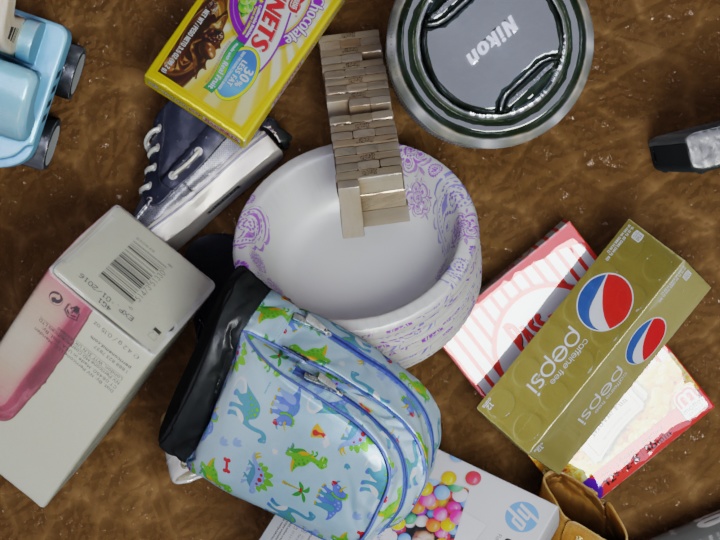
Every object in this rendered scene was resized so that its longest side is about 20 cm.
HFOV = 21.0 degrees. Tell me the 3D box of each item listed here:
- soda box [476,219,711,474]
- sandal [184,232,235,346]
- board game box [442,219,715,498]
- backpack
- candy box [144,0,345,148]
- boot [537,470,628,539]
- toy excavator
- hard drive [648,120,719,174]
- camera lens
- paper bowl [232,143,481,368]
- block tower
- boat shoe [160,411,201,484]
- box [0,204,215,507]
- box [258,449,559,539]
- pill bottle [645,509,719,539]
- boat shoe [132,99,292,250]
[{"bbox_3d":[0.189,0.063,1.578,0.200,0.064,0.068,-52,53,3],"label":"soda box"},{"bbox_3d":[-0.111,0.070,1.642,0.076,0.043,0.202,-17,90,19],"label":"sandal"},{"bbox_3d":[0.178,0.082,1.647,0.151,0.046,0.200,-39,92,2],"label":"board game box"},{"bbox_3d":[-0.038,0.117,1.467,0.199,0.154,0.164,24,115,-10],"label":"backpack"},{"bbox_3d":[-0.083,-0.210,1.612,0.102,0.026,0.201,33,77,0],"label":"candy box"},{"bbox_3d":[0.200,0.269,1.583,0.070,0.145,0.201,-25,57,-31],"label":"boot"},{"bbox_3d":[-0.282,-0.177,1.557,0.099,0.200,0.196,19,94,-1],"label":"toy excavator"},{"bbox_3d":[0.314,-0.108,1.558,0.138,0.200,0.033,-14,93,1],"label":"hard drive"},{"bbox_3d":[0.099,-0.178,1.555,0.158,0.200,0.162,0,93,0],"label":"camera lens"},{"bbox_3d":[0.000,0.000,1.587,0.199,0.105,0.202,-3,52,4],"label":"paper bowl"},{"bbox_3d":[0.002,-0.113,1.573,0.057,0.201,0.054,-7,133,1],"label":"block tower"},{"bbox_3d":[-0.068,0.135,1.573,0.199,0.071,0.070,-14,68,24],"label":"boat shoe"},{"bbox_3d":[-0.227,0.068,1.569,0.109,0.128,0.200,39,123,-1],"label":"box"},{"bbox_3d":[0.035,0.216,1.549,0.199,0.041,0.156,25,62,19],"label":"box"},{"bbox_3d":[0.333,0.248,1.623,0.199,0.114,0.115,-23,93,1],"label":"pill bottle"},{"bbox_3d":[-0.159,-0.079,1.634,0.200,0.075,0.093,-40,84,-4],"label":"boat shoe"}]
